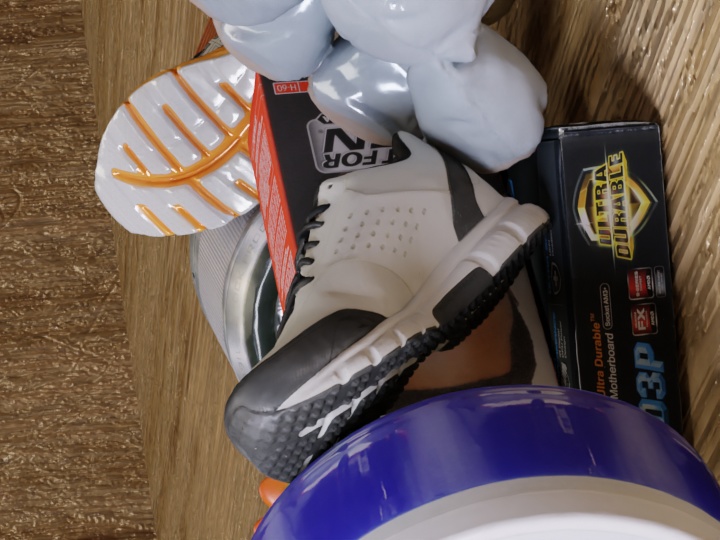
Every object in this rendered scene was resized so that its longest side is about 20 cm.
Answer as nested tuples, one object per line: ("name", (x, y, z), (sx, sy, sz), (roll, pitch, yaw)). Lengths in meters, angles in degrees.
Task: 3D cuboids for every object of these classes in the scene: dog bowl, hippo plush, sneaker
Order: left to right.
("sneaker", (-0.043, -0.089, 1.279), (0.078, 0.200, 0.077), (49, -165, -6))
("sneaker", (-0.004, 0.012, 1.047), (0.200, 0.080, 0.074), (-41, -12, -52))
("hippo plush", (0.022, -0.156, 1.090), (0.161, 0.159, 0.200), (-61, -22, -17))
("dog bowl", (0.054, 0.142, 1.012), (0.079, 0.200, 0.200), (-106, 15, -52))

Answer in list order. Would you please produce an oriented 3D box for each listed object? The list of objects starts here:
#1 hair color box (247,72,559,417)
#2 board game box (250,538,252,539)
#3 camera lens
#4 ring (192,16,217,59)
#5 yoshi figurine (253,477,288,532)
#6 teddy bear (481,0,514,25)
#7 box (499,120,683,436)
("hair color box", (0.016, -0.001, 1.167), (0.061, 0.101, 0.200), (100, 161, -53))
("board game box", (0.019, 0.191, 1.197), (0.105, 0.200, 0.103), (-33, 53, 30))
("camera lens", (0.000, 0.000, 1.355), (0.200, 0.160, 0.160), (-127, 33, -72))
("ring", (-0.053, -0.140, 1.406), (0.201, 0.019, 0.201), (-52, 23, 32))
("yoshi figurine", (0.016, 0.186, 1.617), (0.112, 0.112, 0.200), (-21, 85, 49))
("teddy bear", (0.040, -0.207, 1.284), (0.145, 0.067, 0.200), (125, 138, -71))
("box", (0.094, 0.037, 1.166), (0.159, 0.046, 0.201), (-171, 76, -79))
